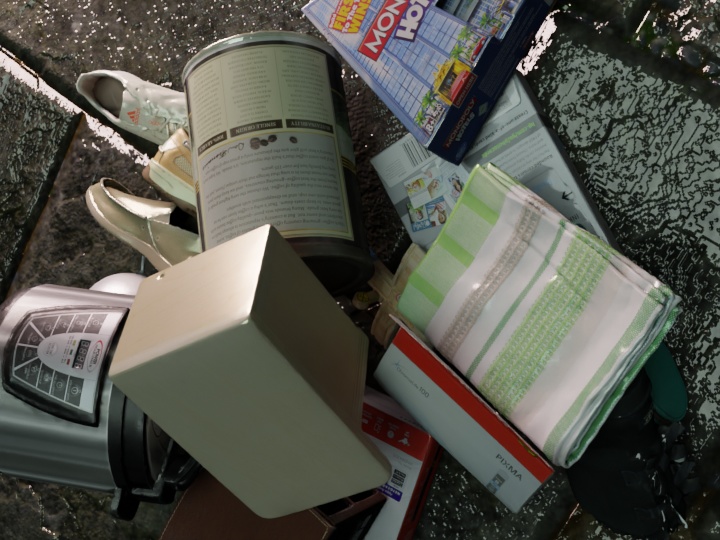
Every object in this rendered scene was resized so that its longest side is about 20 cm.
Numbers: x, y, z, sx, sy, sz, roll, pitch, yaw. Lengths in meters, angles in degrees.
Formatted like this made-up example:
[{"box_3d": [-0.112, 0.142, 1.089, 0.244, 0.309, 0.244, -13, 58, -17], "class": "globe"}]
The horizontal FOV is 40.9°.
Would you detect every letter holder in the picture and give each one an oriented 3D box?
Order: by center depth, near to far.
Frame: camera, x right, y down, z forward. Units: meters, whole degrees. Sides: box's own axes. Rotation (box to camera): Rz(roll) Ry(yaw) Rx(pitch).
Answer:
[{"box_3d": [-0.096, 0.252, 0.879, 0.142, 0.100, 0.201, 36, 107, 23], "class": "letter holder"}]

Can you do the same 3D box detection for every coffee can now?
[{"box_3d": [-0.074, -0.083, 0.839, 0.146, 0.146, 0.201, -17, 71, 26], "class": "coffee can"}]

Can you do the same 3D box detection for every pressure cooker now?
[{"box_3d": [-0.211, 0.103, 0.841, 0.199, 0.179, 0.177, 8, 113, 10], "class": "pressure cooker"}]

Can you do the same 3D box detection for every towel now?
[{"box_3d": [0.119, 0.027, 0.716, 0.200, 0.031, 0.150, 43, 110, 37], "class": "towel"}]

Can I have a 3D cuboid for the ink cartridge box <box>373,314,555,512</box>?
[{"box_3d": [0.076, 0.118, 0.753, 0.160, 0.200, 0.047, 43, 86, 15], "class": "ink cartridge box"}]

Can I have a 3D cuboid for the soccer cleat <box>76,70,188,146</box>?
[{"box_3d": [-0.200, -0.155, 0.978, 0.199, 0.077, 0.070, 23, 102, 24], "class": "soccer cleat"}]

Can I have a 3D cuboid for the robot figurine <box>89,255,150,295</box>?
[{"box_3d": [-0.244, 0.088, 0.992, 0.169, 0.113, 0.201, 34, 108, 42], "class": "robot figurine"}]

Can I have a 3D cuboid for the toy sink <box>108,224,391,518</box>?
[{"box_3d": [-0.072, 0.082, 0.755, 0.130, 0.112, 0.200, -22, 126, 24], "class": "toy sink"}]

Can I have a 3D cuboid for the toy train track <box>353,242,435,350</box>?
[{"box_3d": [0.000, 0.000, 0.885, 0.200, 0.032, 0.115, 48, 134, 28], "class": "toy train track"}]

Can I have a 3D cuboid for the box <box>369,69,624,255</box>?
[{"box_3d": [0.118, -0.050, 0.844, 0.156, 0.041, 0.201, -32, 77, 24], "class": "box"}]

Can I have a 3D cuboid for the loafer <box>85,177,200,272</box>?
[{"box_3d": [-0.200, -0.044, 0.989, 0.200, 0.076, 0.068, 36, 97, 24], "class": "loafer"}]

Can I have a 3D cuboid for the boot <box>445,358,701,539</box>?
[{"box_3d": [0.170, 0.129, 0.782, 0.198, 0.073, 0.163, 11, 138, 46], "class": "boot"}]

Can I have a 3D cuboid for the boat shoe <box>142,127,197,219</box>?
[{"box_3d": [-0.113, -0.063, 0.930, 0.200, 0.072, 0.076, 37, 94, -1], "class": "boat shoe"}]

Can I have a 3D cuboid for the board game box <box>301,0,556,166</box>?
[{"box_3d": [0.052, -0.226, 0.836, 0.200, 0.062, 0.201, 36, 101, 33], "class": "board game box"}]

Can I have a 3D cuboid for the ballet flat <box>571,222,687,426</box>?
[{"box_3d": [0.190, 0.046, 0.780, 0.070, 0.067, 0.200, -18, 115, 46], "class": "ballet flat"}]

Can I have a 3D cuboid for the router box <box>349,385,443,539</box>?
[{"box_3d": [-0.034, 0.193, 0.927, 0.199, 0.049, 0.180, 22, 102, 24], "class": "router box"}]
